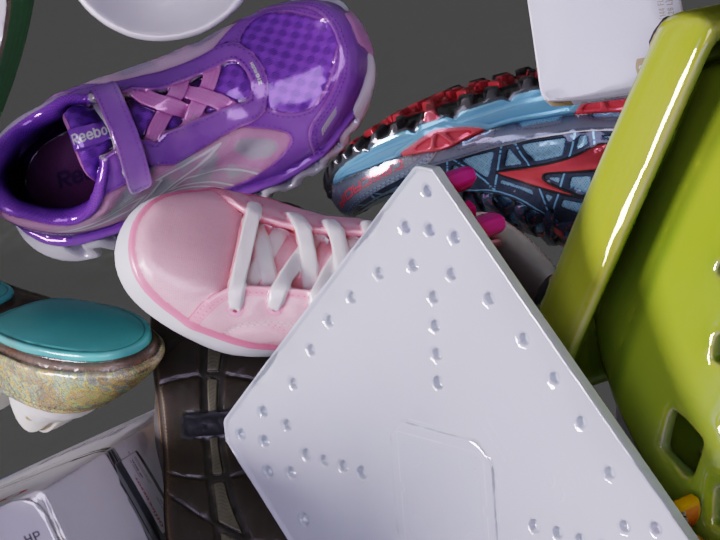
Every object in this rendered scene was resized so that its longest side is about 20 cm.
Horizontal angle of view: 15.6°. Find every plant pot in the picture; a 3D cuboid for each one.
[{"bbox_3d":[0.194,-0.002,1.024,0.181,0.200,0.199,37,122,27],"label":"plant pot"}]

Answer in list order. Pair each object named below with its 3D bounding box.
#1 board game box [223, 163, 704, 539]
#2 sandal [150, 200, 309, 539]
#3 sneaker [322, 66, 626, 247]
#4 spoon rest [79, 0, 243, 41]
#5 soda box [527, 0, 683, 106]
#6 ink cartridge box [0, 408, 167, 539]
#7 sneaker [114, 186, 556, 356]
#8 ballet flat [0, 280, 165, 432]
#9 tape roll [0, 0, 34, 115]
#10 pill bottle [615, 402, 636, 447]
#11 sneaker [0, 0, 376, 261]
[{"bbox_3d":[0.042,0.088,1.055,0.200,0.026,0.200,56,138,18],"label":"board game box"},{"bbox_3d":[-0.053,0.063,1.190,0.081,0.055,0.201,-2,66,-1],"label":"sandal"},{"bbox_3d":[0.081,-0.042,1.157,0.199,0.079,0.096,-14,96,16],"label":"sneaker"},{"bbox_3d":[-0.104,-0.203,1.190,0.099,0.061,0.201,-12,94,16],"label":"spoon rest"},{"bbox_3d":[0.092,-0.170,1.079,0.063,0.068,0.201,-9,91,7],"label":"soda box"},{"bbox_3d":[-0.152,0.138,1.177,0.144,0.200,0.084,-25,92,16],"label":"ink cartridge box"},{"bbox_3d":[0.000,0.000,1.136,0.200,0.105,0.076,20,62,-16],"label":"sneaker"},{"bbox_3d":[-0.161,0.039,1.210,0.200,0.071,0.071,16,103,40],"label":"ballet flat"},{"bbox_3d":[-0.211,-0.087,1.160,0.048,0.200,0.201,24,103,10],"label":"tape roll"},{"bbox_3d":[0.073,0.126,1.166,0.200,0.110,0.110,-25,91,16],"label":"pill bottle"},{"bbox_3d":[-0.089,-0.064,1.182,0.200,0.088,0.081,-24,76,18],"label":"sneaker"}]
